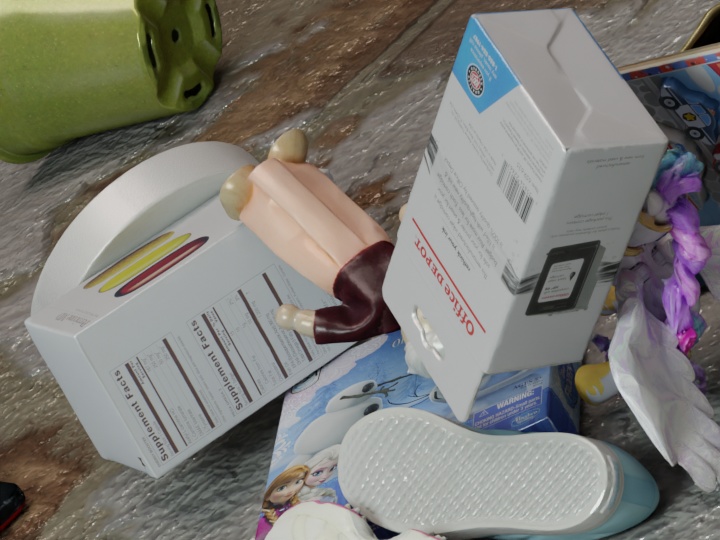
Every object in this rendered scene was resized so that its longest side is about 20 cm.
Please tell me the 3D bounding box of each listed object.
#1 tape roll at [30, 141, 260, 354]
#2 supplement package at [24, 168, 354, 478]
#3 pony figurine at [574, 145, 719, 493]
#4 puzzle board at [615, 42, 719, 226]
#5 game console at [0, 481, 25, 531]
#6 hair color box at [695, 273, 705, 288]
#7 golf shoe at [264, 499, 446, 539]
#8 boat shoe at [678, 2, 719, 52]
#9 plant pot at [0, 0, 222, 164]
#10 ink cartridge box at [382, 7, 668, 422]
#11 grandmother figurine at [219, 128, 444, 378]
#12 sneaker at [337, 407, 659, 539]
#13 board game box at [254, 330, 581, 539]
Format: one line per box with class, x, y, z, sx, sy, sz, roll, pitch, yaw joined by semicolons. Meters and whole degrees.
tape roll;-0.133;0.004;2.040;0.203;0.203;0.037;-38;58;-14
supplement package;-0.095;0.030;1.934;0.200;0.110;0.114;-34;16;-19
pony figurine;0.165;0.015;1.677;0.166;0.193;0.200;-42;4;-25
puzzle board;0.224;-0.052;1.691;0.150;0.200;0.017;-12;44;40
game console;-0.363;0.173;2.064;0.200;0.119;0.172;-45;26;-28
hair color box;0.262;-0.070;1.853;0.199;0.061;0.100;-30;23;5
golf shoe;-0.009;0.183;1.667;0.092;0.075;0.200;-45;25;-22
boat shoe;0.209;-0.103;1.977;0.072;0.068;0.200;-6;35;43
plant pot;-0.228;-0.197;2.588;0.184;0.201;0.201;-2;35;31
ink cartridge box;0.085;-0.028;1.620;0.066;0.200;0.116;-7;46;-28
grandmother figurine;0.000;0.000;1.824;0.121;0.061;0.200;-44;61;-13
sneaker;0.078;0.123;1.682;0.199;0.082;0.074;7;81;41
board game box;0.039;0.090;1.827;0.199;0.043;0.199;-25;22;17
